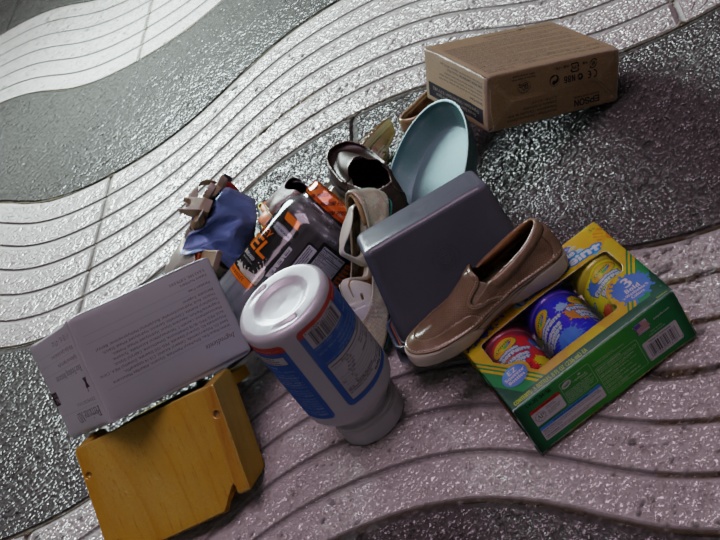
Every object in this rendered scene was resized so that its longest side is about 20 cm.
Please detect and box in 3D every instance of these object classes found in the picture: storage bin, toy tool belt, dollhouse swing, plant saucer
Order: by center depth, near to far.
[{"bbox_3d":[0.095,-0.016,1.453,0.198,0.135,0.146,-29,17,2],"label":"storage bin"},{"bbox_3d":[-0.208,0.223,1.565,0.198,0.176,0.184,-26,76,15],"label":"dollhouse swing"},{"bbox_3d":[0.094,-0.114,1.627,0.200,0.036,0.202,-41,41,49],"label":"plant saucer"},{"bbox_3d":[-0.185,-0.057,1.712,0.123,0.124,0.202,127,159,-53],"label":"toy tool belt"}]

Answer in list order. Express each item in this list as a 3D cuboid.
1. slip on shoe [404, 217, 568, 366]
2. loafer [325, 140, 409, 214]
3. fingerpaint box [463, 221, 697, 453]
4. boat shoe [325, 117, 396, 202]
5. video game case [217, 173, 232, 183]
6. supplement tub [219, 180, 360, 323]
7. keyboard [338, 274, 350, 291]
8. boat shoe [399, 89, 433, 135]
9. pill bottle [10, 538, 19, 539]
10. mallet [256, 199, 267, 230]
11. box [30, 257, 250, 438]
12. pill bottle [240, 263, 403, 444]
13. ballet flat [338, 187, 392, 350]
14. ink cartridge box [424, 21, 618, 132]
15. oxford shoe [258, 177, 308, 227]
[{"bbox_3d":[0.123,0.022,1.348,0.199,0.061,0.076,-34,30,7],"label":"slip on shoe"},{"bbox_3d":[0.010,-0.125,1.660,0.072,0.072,0.200,-28,37,-12],"label":"loafer"},{"bbox_3d":[0.215,0.064,1.331,0.199,0.074,0.167,-36,32,1],"label":"fingerpaint box"},{"bbox_3d":[0.001,-0.130,1.787,0.201,0.063,0.073,-57,12,-31],"label":"boat shoe"},{"bbox_3d":[-0.244,-0.029,1.854,0.143,0.019,0.201,-51,18,45],"label":"video game case"},{"bbox_3d":[-0.083,-0.006,1.614,0.201,0.122,0.123,-51,33,3],"label":"supplement tub"},{"bbox_3d":[0.023,0.010,1.605,0.104,0.040,0.199,-47,34,-15],"label":"keyboard"},{"bbox_3d":[0.128,-0.252,1.796,0.073,0.069,0.200,16,60,50],"label":"boat shoe"},{"bbox_3d":[-0.422,0.412,1.461,0.112,0.113,0.201,-1,47,42],"label":"pill bottle"},{"bbox_3d":[-0.141,-0.042,1.828,0.066,0.041,0.200,-36,29,5],"label":"mallet"},{"bbox_3d":[-0.272,0.097,1.576,0.199,0.132,0.199,-26,0,-29],"label":"box"},{"bbox_3d":[-0.035,0.098,1.405,0.111,0.201,0.113,-23,35,18],"label":"pill bottle"},{"bbox_3d":[0.000,0.000,1.537,0.067,0.062,0.203,-18,68,56],"label":"ballet flat"},{"bbox_3d":[0.205,-0.252,1.651,0.198,0.076,0.165,-15,27,-20],"label":"ink cartridge box"},{"bbox_3d":[-0.091,-0.087,1.754,0.073,0.071,0.200,-54,9,7],"label":"oxford shoe"}]
